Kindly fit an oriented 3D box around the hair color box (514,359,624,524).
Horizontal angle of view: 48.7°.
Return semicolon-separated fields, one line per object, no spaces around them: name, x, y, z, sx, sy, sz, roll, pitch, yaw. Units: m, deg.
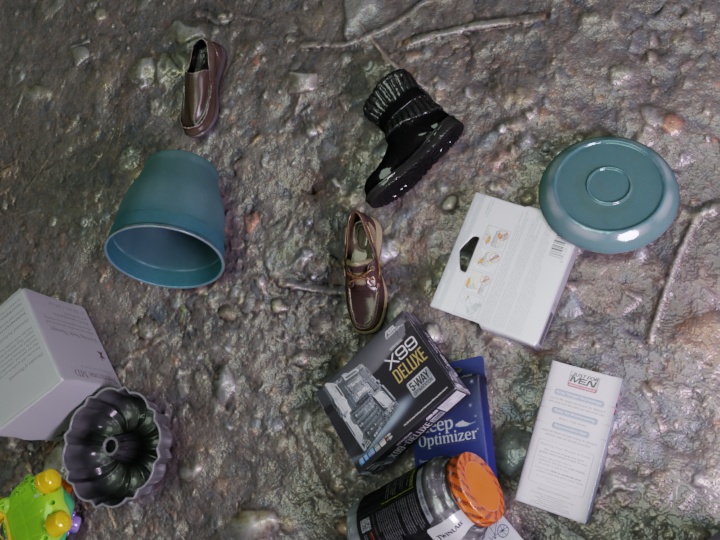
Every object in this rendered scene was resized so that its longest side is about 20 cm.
hair color box;0.291;0.235;1.101;0.099;0.061;0.200;14;81;24

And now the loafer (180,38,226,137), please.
loafer;-0.311;-0.350;1.505;0.073;0.071;0.200;-1;75;22

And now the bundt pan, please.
bundt pan;-0.403;0.301;1.354;0.202;0.076;0.202;-6;73;21

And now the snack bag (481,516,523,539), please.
snack bag;0.133;0.413;1.091;0.200;0.021;0.189;-47;38;2

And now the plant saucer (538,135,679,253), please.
plant saucer;0.363;-0.119;1.164;0.200;0.027;0.200;-5;62;10

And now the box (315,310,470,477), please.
box;0.044;0.184;1.192;0.200;0.050;0.158;-44;53;15

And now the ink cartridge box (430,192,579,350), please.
ink cartridge box;0.223;-0.002;1.205;0.173;0.044;0.200;20;83;26

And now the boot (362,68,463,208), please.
boot;0.049;-0.218;1.315;0.211;0.079;0.158;-44;71;-6

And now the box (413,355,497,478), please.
box;0.133;0.229;1.164;0.121;0.032;0.200;-17;64;31

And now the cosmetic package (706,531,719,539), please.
cosmetic package;0.424;0.411;0.919;0.165;0.200;0.165;-38;65;9

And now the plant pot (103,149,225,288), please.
plant pot;-0.325;-0.098;1.384;0.200;0.200;0.188;-10;56;19

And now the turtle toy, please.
turtle toy;-0.537;0.440;1.355;0.146;0.101;0.200;-30;67;11

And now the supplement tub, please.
supplement tub;0.087;0.331;1.075;0.200;0.122;0.123;-37;64;29

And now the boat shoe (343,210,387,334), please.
boat shoe;0.000;0.000;1.279;0.072;0.072;0.200;-4;74;21

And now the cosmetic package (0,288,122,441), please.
cosmetic package;-0.564;0.171;1.407;0.166;0.167;0.200;-38;66;8
